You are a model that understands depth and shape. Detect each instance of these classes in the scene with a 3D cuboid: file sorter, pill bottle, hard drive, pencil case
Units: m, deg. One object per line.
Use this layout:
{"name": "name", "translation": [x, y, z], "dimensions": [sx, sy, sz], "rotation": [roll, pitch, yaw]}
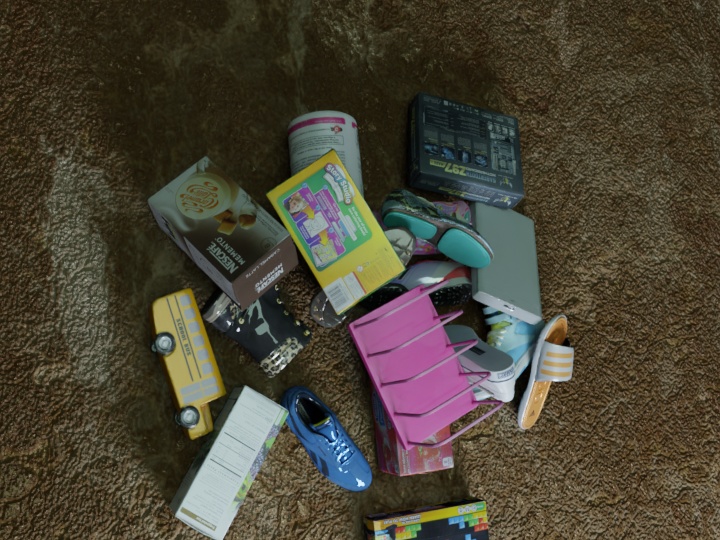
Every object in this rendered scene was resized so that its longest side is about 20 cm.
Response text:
{"name": "file sorter", "translation": [0.097, 0.133, 1.149], "dimensions": [0.137, 0.125, 0.204], "rotation": [-26, 90, -21]}
{"name": "pill bottle", "translation": [-0.052, -0.130, 1.240], "dimensions": [0.110, 0.113, 0.206], "rotation": [-2, 78, -20]}
{"name": "hard drive", "translation": [0.239, -0.021, 1.332], "dimensions": [0.129, 0.026, 0.204], "rotation": [22, 51, -23]}
{"name": "pencil case", "translation": [0.084, -0.064, 1.300], "dimensions": [0.195, 0.087, 0.090], "rotation": [-6, 84, -22]}

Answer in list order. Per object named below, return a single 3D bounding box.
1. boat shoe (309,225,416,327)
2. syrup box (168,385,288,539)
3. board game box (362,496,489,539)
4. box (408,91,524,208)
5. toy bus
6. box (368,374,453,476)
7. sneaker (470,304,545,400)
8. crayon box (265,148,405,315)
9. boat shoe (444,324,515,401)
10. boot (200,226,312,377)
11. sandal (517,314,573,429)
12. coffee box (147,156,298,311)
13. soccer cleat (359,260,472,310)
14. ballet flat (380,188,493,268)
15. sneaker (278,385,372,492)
{"name": "boat shoe", "translation": [0.000, 0.000, 1.224], "dimensions": [0.199, 0.073, 0.075], "rotation": [-39, 101, 9]}
{"name": "syrup box", "translation": [-0.190, 0.273, 1.156], "dimensions": [0.080, 0.079, 0.203], "rotation": [31, 73, -13]}
{"name": "board game box", "translation": [0.108, 0.455, 1.249], "dimensions": [0.195, 0.057, 0.170], "rotation": [-4, 82, -20]}
{"name": "box", "translation": [0.177, -0.201, 1.353], "dimensions": [0.195, 0.051, 0.162], "rotation": [9, 62, -18]}
{"name": "toy bus", "translation": [-0.251, 0.136, 1.162], "dimensions": [0.077, 0.065, 0.205], "rotation": [-19, 88, -23]}
{"name": "box", "translation": [0.074, 0.208, 1.249], "dimensions": [0.093, 0.099, 0.206], "rotation": [-4, 83, -19]}
{"name": "sneaker", "translation": [0.223, 0.114, 1.331], "dimensions": [0.199, 0.079, 0.132], "rotation": [-36, 97, -30]}
{"name": "crayon box", "translation": [-0.035, -0.054, 1.147], "dimensions": [0.117, 0.058, 0.203], "rotation": [-31, 89, -1]}
{"name": "boat shoe", "translation": [0.172, 0.145, 1.255], "dimensions": [0.072, 0.200, 0.067], "rotation": [-18, 113, -16]}
{"name": "boot", "translation": [-0.129, 0.045, 1.216], "dimensions": [0.151, 0.073, 0.201], "rotation": [48, 60, -14]}
{"name": "sandal", "translation": [0.317, 0.175, 1.320], "dimensions": [0.078, 0.059, 0.212], "rotation": [-8, 117, -46]}
{"name": "coffee box", "translation": [-0.197, -0.055, 1.152], "dimensions": [0.114, 0.080, 0.199], "rotation": [-39, 64, -19]}
{"name": "soccer cleat", "translation": [0.085, 0.020, 1.308], "dimensions": [0.194, 0.069, 0.074], "rotation": [-6, 51, -10]}
{"name": "ballet flat", "translation": [0.123, -0.072, 1.241], "dimensions": [0.196, 0.074, 0.076], "rotation": [25, 74, -19]}
{"name": "sneaker", "translation": [-0.048, 0.258, 1.211], "dimensions": [0.066, 0.078, 0.201], "rotation": [-42, 98, -22]}
